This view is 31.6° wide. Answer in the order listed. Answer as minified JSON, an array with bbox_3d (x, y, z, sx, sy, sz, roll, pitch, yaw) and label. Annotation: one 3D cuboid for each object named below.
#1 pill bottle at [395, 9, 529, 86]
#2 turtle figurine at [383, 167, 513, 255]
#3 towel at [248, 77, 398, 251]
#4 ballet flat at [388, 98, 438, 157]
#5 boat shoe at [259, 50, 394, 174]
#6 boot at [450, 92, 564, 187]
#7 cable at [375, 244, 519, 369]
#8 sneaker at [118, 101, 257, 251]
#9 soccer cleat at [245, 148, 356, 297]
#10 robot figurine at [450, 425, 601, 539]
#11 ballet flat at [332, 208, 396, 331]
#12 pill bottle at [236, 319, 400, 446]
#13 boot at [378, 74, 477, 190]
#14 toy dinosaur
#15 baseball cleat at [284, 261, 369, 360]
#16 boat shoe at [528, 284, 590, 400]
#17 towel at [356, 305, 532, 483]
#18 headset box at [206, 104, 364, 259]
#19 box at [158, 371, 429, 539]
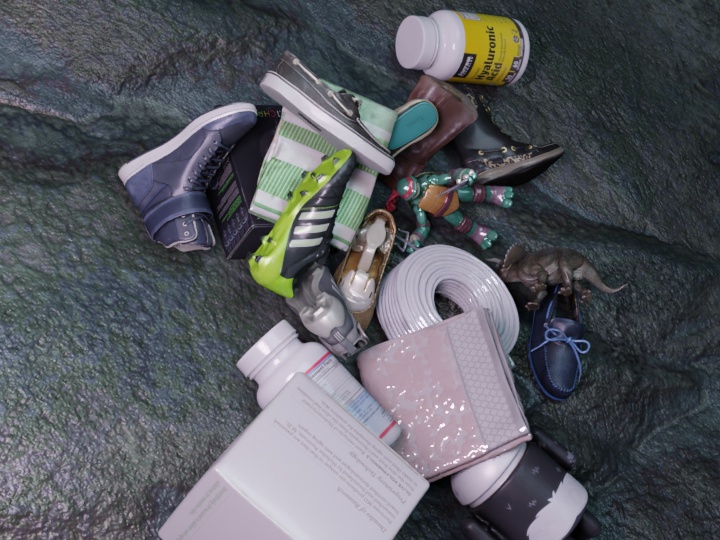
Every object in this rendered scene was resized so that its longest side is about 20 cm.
[{"bbox_3d":[0.159,-0.353,2.015,0.199,0.111,0.112,-1,61,-31],"label":"pill bottle"},{"bbox_3d":[0.119,-0.097,1.817,0.200,0.150,0.101,11,37,-35],"label":"turtle figurine"},{"bbox_3d":[-0.048,-0.141,1.634,0.152,0.023,0.201,22,76,-17],"label":"towel"},{"bbox_3d":[0.015,-0.169,1.709,0.200,0.069,0.070,-29,77,-20],"label":"ballet flat"},{"bbox_3d":[-0.029,-0.198,1.595,0.200,0.071,0.064,37,83,-11],"label":"boat shoe"},{"bbox_3d":[0.214,-0.205,1.981,0.200,0.073,0.151,-22,73,-33],"label":"boot"},{"bbox_3d":[0.121,0.060,1.747,0.200,0.069,0.200,-5,64,-34],"label":"cable"},{"bbox_3d":[-0.193,-0.109,1.601,0.146,0.202,0.077,64,16,18],"label":"sneaker"},{"bbox_3d":[-0.060,-0.059,1.578,0.081,0.067,0.200,38,85,-27],"label":"soccer cleat"},{"bbox_3d":[0.206,0.287,1.616,0.200,0.125,0.150,41,25,-1],"label":"robot figurine"},{"bbox_3d":[0.000,0.000,1.692,0.070,0.065,0.200,16,62,-3],"label":"ballet flat"},{"bbox_3d":[-0.054,0.160,1.548,0.200,0.109,0.109,46,48,4],"label":"pill bottle"},{"bbox_3d":[0.049,-0.223,1.801,0.186,0.200,0.064,35,48,-8],"label":"boot"},{"bbox_3d":[0.279,0.000,1.815,0.199,0.077,0.103,-6,52,7],"label":"toy dinosaur"},{"bbox_3d":[-0.044,0.057,1.618,0.107,0.070,0.200,52,7,-20],"label":"baseball cleat"},{"bbox_3d":[0.282,0.087,1.828,0.084,0.069,0.201,14,54,-24],"label":"boat shoe"},{"bbox_3d":[0.102,0.158,1.604,0.032,0.191,0.200,50,20,-55],"label":"towel"},{"bbox_3d":[-0.109,-0.113,1.704,0.174,0.093,0.201,-3,63,-32],"label":"headset box"},{"bbox_3d":[-0.076,0.265,1.405,0.200,0.199,0.171,41,48,0],"label":"box"}]
